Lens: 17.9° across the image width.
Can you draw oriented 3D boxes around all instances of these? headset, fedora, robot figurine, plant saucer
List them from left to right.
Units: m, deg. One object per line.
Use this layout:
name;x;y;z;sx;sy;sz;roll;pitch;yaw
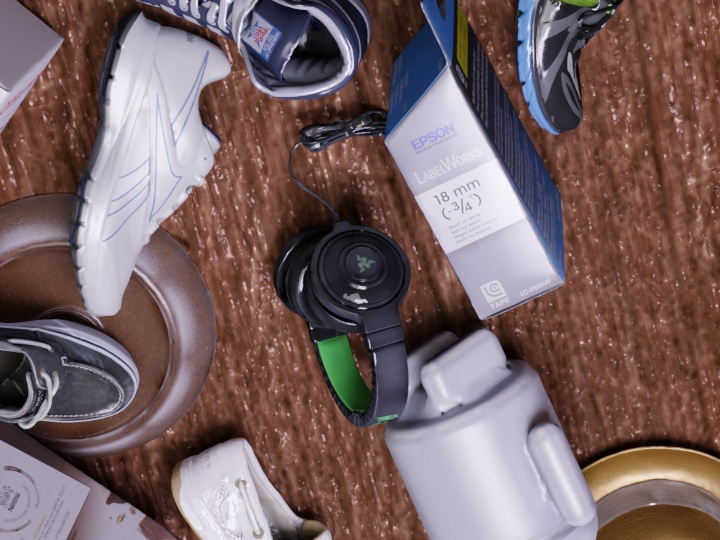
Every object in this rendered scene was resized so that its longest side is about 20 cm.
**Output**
plant saucer;-0.199;0.046;1.560;0.199;0.032;0.201;0;112;1
headset;0.000;0.000;1.498;0.094;0.123;0.201;-16;96;-18
robot figurine;0.090;0.139;1.540;0.113;0.169;0.201;-31;104;-30
fedora;0.205;0.223;1.599;0.200;0.082;0.201;1;114;2

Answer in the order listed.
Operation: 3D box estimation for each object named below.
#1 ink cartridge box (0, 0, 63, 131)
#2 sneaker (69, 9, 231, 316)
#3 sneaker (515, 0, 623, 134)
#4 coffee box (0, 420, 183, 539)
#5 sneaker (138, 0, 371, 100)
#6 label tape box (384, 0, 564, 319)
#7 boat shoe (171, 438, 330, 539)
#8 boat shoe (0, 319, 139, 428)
ink cartridge box;-0.285;-0.079;1.440;0.084;0.146;0.200;36;110;-7
sneaker;-0.138;-0.063;1.477;0.087;0.075;0.201;12;102;-13
sneaker;0.141;-0.178;1.433;0.082;0.071;0.200;9;111;4
coffee box;-0.220;0.177;1.561;0.200;0.113;0.080;36;68;-14
sneaker;-0.086;-0.169;1.420;0.199;0.109;0.070;22;112;-8
label tape box;0.058;-0.091;1.433;0.063;0.144;0.200;-24;110;13
boat shoe;-0.050;0.203;1.593;0.069;0.071;0.200;-30;109;17
boat shoe;-0.227;0.072;1.479;0.199;0.071;0.072;12;115;-35
